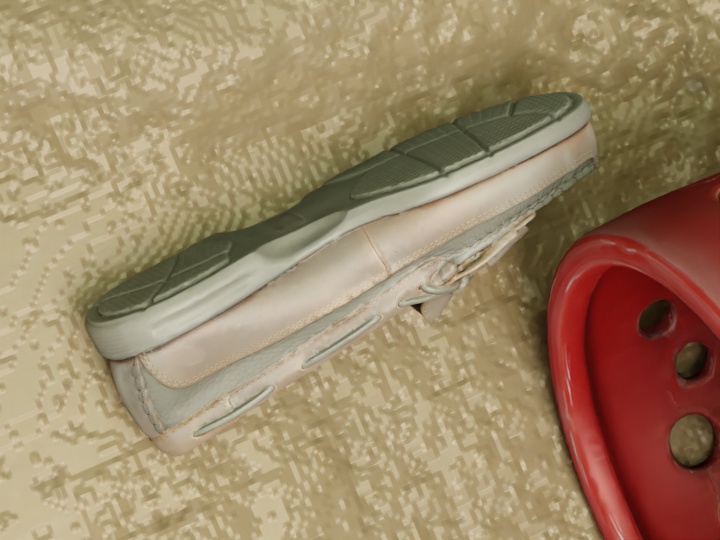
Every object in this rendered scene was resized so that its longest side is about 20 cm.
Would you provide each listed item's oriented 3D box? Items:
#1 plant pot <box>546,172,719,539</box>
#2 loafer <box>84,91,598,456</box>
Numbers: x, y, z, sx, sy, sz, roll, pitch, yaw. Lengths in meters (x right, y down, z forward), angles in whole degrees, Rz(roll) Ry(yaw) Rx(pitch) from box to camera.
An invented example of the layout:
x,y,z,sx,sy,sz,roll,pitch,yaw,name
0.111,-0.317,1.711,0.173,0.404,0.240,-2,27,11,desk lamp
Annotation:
x,y,z,sx,sy,sz,roll,pitch,yaw,name
0.190,0.047,0.884,0.182,0.200,0.202,-22,89,-16,plant pot
0.000,0.000,0.920,0.199,0.072,0.063,-25,107,-7,loafer
